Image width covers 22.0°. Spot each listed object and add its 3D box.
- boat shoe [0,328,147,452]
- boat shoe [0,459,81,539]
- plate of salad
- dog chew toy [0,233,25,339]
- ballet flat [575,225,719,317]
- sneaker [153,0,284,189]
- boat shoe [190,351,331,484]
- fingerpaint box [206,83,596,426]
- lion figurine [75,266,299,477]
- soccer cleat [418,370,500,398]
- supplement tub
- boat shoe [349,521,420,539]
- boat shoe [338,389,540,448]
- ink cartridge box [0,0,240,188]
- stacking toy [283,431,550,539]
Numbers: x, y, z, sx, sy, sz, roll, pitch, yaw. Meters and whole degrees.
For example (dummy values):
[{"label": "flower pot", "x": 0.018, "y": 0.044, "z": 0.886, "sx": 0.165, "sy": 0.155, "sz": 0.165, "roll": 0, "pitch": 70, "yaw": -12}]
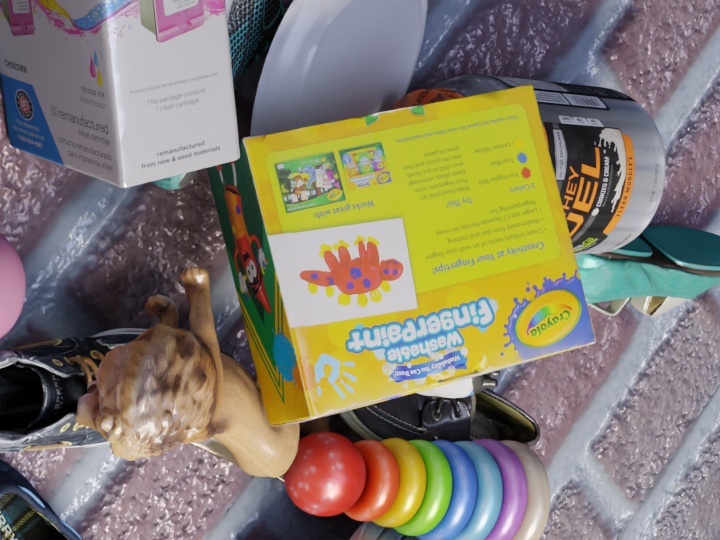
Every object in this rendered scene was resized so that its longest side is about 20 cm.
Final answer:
[{"label": "boat shoe", "x": -0.173, "y": 0.075, "z": 1.108, "sx": 0.199, "sy": 0.091, "sz": 0.071, "roll": -10, "pitch": 89, "yaw": -30}, {"label": "boat shoe", "x": -0.198, "y": 0.200, "z": 1.157, "sx": 0.084, "sy": 0.068, "sz": 0.200, "roll": -49, "pitch": 127, "yaw": -18}, {"label": "plate of salad", "x": -0.019, "y": -0.133, "z": 1.215, "sx": 0.200, "sy": 0.048, "sz": 0.201, "roll": -46, "pitch": 150, "yaw": -36}, {"label": "dog chew toy", "x": -0.265, "y": -0.009, "z": 1.018, "sx": 0.200, "sy": 0.124, "sz": 0.125, "roll": 27, "pitch": 84, "yaw": -48}, {"label": "ballet flat", "x": 0.218, "y": 0.002, "z": 1.460, "sx": 0.199, "sy": 0.067, "sz": 0.071, "roll": 3, "pitch": 124, "yaw": -40}, {"label": "sneaker", "x": -0.085, "y": -0.146, "z": 1.158, "sx": 0.091, "sy": 0.077, "sz": 0.201, "roll": 6, "pitch": 102, "yaw": -48}, {"label": "boat shoe", "x": -0.047, "y": 0.109, "z": 1.255, "sx": 0.200, "sy": 0.072, "sz": 0.068, "roll": 29, "pitch": 84, "yaw": -41}, {"label": "fingerpaint box", "x": 0.025, "y": -0.010, "z": 1.121, "sx": 0.199, "sy": 0.073, "sz": 0.168, "roll": -14, "pitch": 88, "yaw": -26}, {"label": "lion figurine", "x": -0.082, "y": 0.080, "z": 1.116, "sx": 0.200, "sy": 0.072, "sz": 0.123, "roll": 30, "pitch": 42, "yaw": -39}, {"label": "soccer cleat", "x": 0.058, "y": 0.039, "z": 1.287, "sx": 0.200, "sy": 0.086, "sz": 0.070, "roll": -47, "pitch": 135, "yaw": -77}, {"label": "supplement tub", "x": 0.110, "y": -0.073, "z": 1.294, "sx": 0.199, "sy": 0.122, "sz": 0.123, "roll": -1, "pitch": 102, "yaw": -44}, {"label": "boat shoe", "x": 0.031, "y": 0.212, "z": 1.299, "sx": 0.067, "sy": 0.073, "sz": 0.200, "roll": -60, "pitch": 165, "yaw": 13}, {"label": "boat shoe", "x": 0.055, "y": 0.095, "z": 1.327, "sx": 0.200, "sy": 0.065, "sz": 0.074, "roll": 23, "pitch": 48, "yaw": -48}, {"label": "ink cartridge box", "x": -0.146, "y": -0.163, "z": 1.052, "sx": 0.084, "sy": 0.144, "sz": 0.201, "roll": -16, "pitch": 112, "yaw": -34}, {"label": "stacking toy", "x": 0.031, "y": 0.145, "z": 1.247, "sx": 0.199, "sy": 0.085, "sz": 0.086, "roll": 14, "pitch": 93, "yaw": -37}]
